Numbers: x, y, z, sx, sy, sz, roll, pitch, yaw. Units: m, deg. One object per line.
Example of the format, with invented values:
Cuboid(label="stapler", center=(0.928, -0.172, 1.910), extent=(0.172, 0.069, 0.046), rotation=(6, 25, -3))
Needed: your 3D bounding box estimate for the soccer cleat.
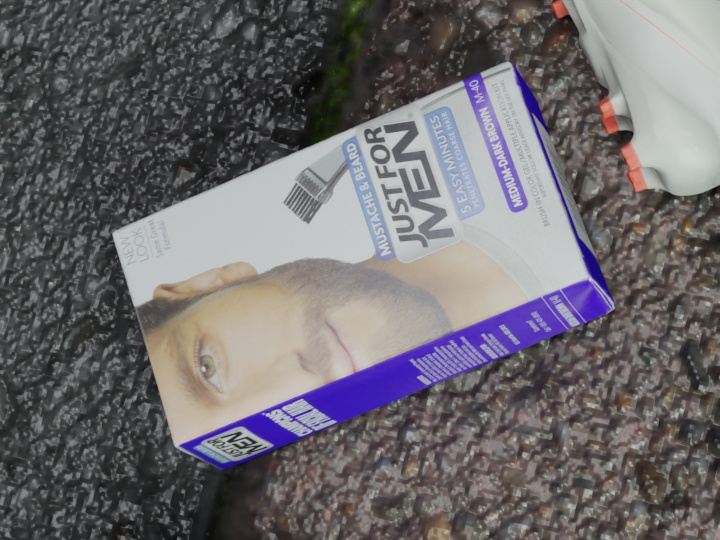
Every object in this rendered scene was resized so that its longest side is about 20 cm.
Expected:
Cuboid(label="soccer cleat", center=(0.123, -0.129, 0.928), extent=(0.077, 0.069, 0.201), rotation=(-24, 76, 4))

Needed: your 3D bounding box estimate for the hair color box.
Cuboid(label="hair color box", center=(0.000, 0.000, 0.928), extent=(0.199, 0.065, 0.110), rotation=(-23, 70, 11))
